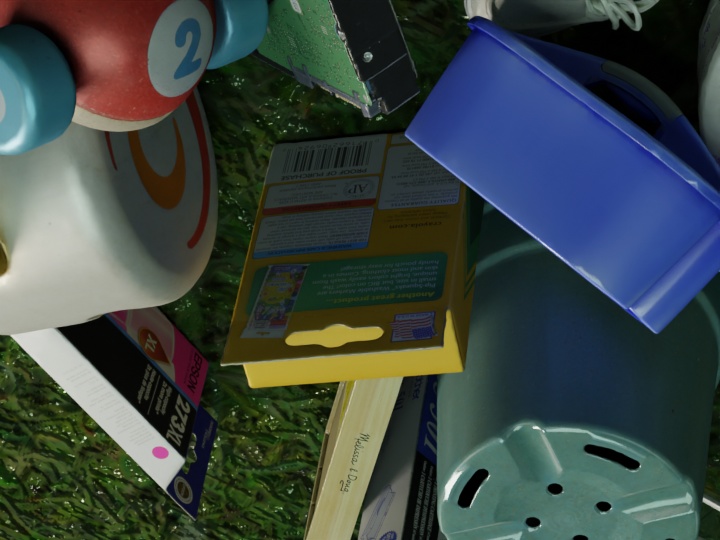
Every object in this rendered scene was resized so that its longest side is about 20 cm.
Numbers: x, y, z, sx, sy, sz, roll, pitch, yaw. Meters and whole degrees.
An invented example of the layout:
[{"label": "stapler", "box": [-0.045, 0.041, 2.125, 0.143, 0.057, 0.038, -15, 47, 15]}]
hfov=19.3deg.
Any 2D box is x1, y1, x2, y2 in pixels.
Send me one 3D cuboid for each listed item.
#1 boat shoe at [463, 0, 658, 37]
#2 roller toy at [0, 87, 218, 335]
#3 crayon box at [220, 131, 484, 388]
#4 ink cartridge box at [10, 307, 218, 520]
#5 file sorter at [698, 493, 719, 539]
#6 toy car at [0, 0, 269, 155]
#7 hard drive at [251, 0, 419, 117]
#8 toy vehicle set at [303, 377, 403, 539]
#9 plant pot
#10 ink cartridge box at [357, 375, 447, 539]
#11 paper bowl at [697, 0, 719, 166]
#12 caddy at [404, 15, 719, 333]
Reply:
[{"label": "boat shoe", "box": [0.139, -0.163, 1.128, 0.202, 0.086, 0.075, -21, 122, 27]}, {"label": "roller toy", "box": [-0.176, -0.057, 1.198, 0.140, 0.200, 0.182, -12, 147, 19]}, {"label": "crayon box", "box": [0.000, 0.000, 1.209, 0.125, 0.200, 0.052, -5, 128, 13]}, {"label": "ink cartridge box", "box": [-0.148, 0.060, 1.349, 0.037, 0.095, 0.200, -24, 122, 24]}, {"label": "file sorter", "box": [0.189, 0.248, 1.394, 0.124, 0.139, 0.200, 27, 140, 38]}, {"label": "toy car", "box": [-0.116, -0.185, 1.042, 0.177, 0.184, 0.200, 52, 134, 7]}, {"label": "hard drive", "box": [-0.045, -0.185, 1.117, 0.038, 0.140, 0.200, -34, 126, -18]}, {"label": "toy vehicle set", "box": [0.003, 0.077, 1.321, 0.026, 0.124, 0.200, 14, 130, -3]}, {"label": "plant pot", "box": [0.128, 0.081, 1.260, 0.200, 0.196, 0.200, 4, 129, 5]}, {"label": "ink cartridge box", "box": [0.049, 0.154, 1.327, 0.044, 0.200, 0.094, -32, 118, 30]}, {"label": "paper bowl", "box": [0.282, -0.111, 1.139, 0.200, 0.104, 0.201, 4, 129, 5]}, {"label": "caddy", "box": [0.122, -0.059, 1.132, 0.105, 0.200, 0.141, -52, 155, 3]}]
